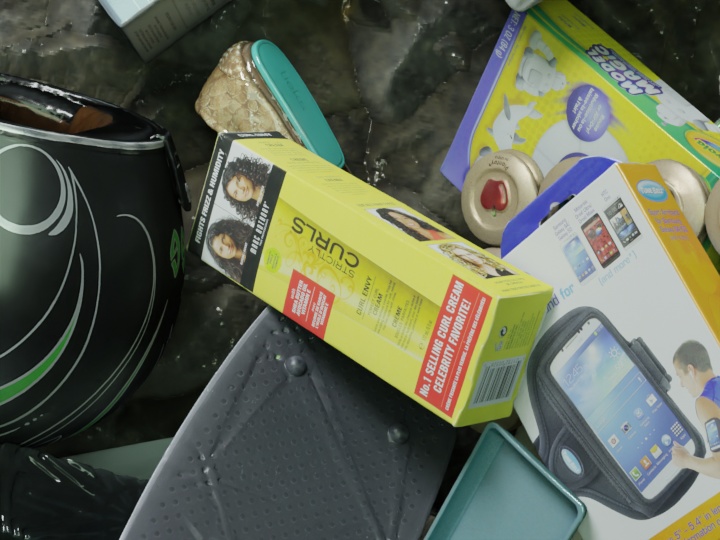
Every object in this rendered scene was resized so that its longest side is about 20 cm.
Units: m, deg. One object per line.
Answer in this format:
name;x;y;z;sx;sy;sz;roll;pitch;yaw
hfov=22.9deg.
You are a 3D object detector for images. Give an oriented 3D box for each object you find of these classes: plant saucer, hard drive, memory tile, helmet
plant saucer;0.048;0.175;0.891;0.070;0.019;0.201;43;117;33
hard drive;-0.043;0.127;0.890;0.135;0.042;0.200;33;55;-6
memory tile;0.127;0.019;0.889;0.199;0.017;0.154;6;94;41
helmet;-0.194;0.003;0.934;0.199;0.200;0.192;14;103;2

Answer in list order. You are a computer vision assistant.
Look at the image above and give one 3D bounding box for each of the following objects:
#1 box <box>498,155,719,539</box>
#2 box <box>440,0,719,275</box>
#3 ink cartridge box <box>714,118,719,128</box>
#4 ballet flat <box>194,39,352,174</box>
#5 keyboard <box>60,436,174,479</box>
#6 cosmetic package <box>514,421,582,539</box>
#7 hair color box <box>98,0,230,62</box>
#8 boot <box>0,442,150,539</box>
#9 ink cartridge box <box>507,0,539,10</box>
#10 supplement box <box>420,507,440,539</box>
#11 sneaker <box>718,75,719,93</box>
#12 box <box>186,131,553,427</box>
box;0.127;0.044;0.853;0.119;0.041;0.201;-42;66;34
box;0.136;-0.040;0.933;0.200;0.048;0.118;44;128;30
ink cartridge box;0.271;-0.015;0.979;0.146;0.083;0.200;-40;86;-2
ballet flat;-0.026;-0.035;1.003;0.065;0.070;0.201;-35;83;26
keyboard;-0.107;0.119;0.974;0.199;0.011;0.057;-12;70;18
cosmetic package;0.118;0.156;0.953;0.071;0.105;0.201;17;84;43
hair color box;-0.063;-0.206;0.988;0.200;0.099;0.061;-36;86;-2
boot;-0.143;0.181;0.948;0.199;0.168;0.077;21;45;-12
ink cartridge box;0.115;-0.241;0.937;0.147;0.083;0.200;53;43;2
supplement box;-0.023;0.217;0.978;0.108;0.061;0.201;17;87;2
sneaker;0.233;-0.013;0.904;0.114;0.073;0.201;-43;82;5
box;0.000;0.000;0.903;0.200;0.050;0.076;32;114;33
